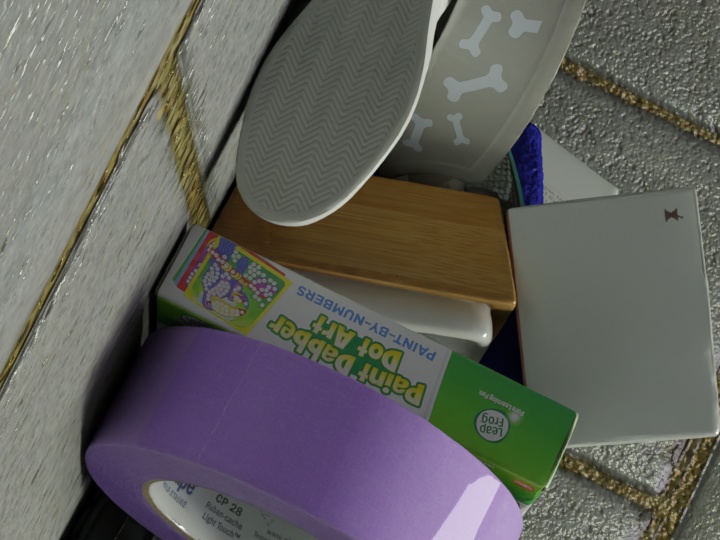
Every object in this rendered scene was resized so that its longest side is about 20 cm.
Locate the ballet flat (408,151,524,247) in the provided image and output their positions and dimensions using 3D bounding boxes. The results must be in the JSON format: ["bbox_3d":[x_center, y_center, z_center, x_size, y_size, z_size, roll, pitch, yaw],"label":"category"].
[{"bbox_3d":[0.043,-0.090,1.395,0.072,0.072,0.201,108,-26,-72],"label":"ballet flat"}]

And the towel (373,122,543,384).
[{"bbox_3d":[0.037,0.002,1.443,0.050,0.147,0.201,72,19,-57],"label":"towel"}]

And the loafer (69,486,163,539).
[{"bbox_3d":[-0.122,0.164,1.225,0.201,0.070,0.068,-63,178,-23],"label":"loafer"}]

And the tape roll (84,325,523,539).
[{"bbox_3d":[-0.027,0.106,1.135,0.066,0.199,0.200,-62,177,-19],"label":"tape roll"}]

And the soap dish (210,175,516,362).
[{"bbox_3d":[0.000,0.000,1.284,0.200,0.157,0.082,99,1,-82],"label":"soap dish"}]

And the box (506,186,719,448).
[{"bbox_3d":[0.138,0.023,1.293,0.200,0.097,0.125,-6,90,-83],"label":"box"}]

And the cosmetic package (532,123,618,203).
[{"bbox_3d":[0.054,-0.010,1.694,0.168,0.166,0.200,-51,-176,29],"label":"cosmetic package"}]

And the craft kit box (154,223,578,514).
[{"bbox_3d":[-0.007,0.066,1.184,0.049,0.199,0.198,-63,178,-15],"label":"craft kit box"}]

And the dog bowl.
[{"bbox_3d":[0.049,-0.135,1.269,0.200,0.058,0.201,-53,-158,34],"label":"dog bowl"}]

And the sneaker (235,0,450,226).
[{"bbox_3d":[0.004,-0.103,1.143,0.116,0.073,0.201,84,31,-79],"label":"sneaker"}]
